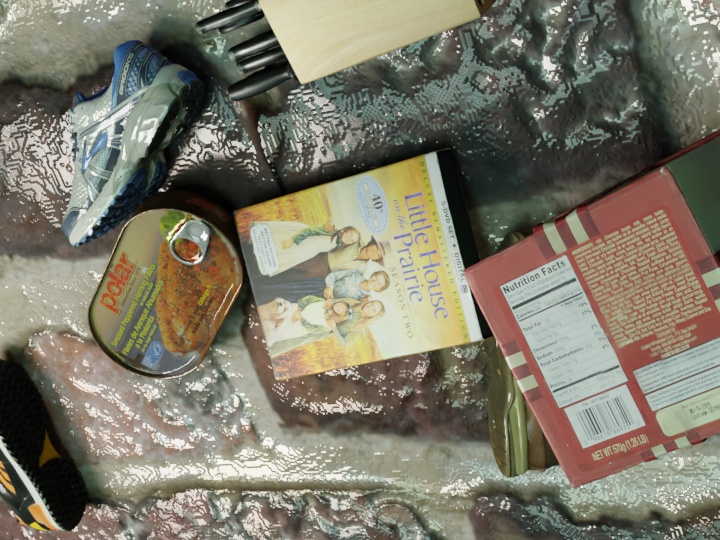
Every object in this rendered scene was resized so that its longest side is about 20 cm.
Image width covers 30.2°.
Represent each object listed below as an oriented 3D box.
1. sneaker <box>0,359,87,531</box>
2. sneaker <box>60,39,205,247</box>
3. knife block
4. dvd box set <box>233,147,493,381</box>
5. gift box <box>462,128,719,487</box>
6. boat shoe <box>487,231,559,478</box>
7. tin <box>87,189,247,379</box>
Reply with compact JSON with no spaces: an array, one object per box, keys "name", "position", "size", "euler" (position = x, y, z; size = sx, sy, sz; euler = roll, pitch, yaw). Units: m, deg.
[{"name":"sneaker","position":[-0.356,0.182,1.342],"size":[0.089,0.070,0.201],"euler":[-10,116,28]},{"name":"sneaker","position":[-0.201,-0.105,1.092],"size":[0.085,0.077,0.200],"euler":[43,122,9]},{"name":"knife block","position":[-0.015,-0.171,0.951],"size":[0.199,0.064,0.177],"euler":[27,129,10]},{"name":"dvd box set","position":[0.000,0.000,1.041],"size":[0.199,0.029,0.148],"euler":[-13,92,33]},{"name":"gift box","position":[0.200,0.033,0.884],"size":[0.184,0.186,0.202],"euler":[-22,92,34]},{"name":"boat shoe","position":[0.136,0.063,1.024],"size":[0.067,0.072,0.202],"euler":[-6,113,-8]},{"name":"tin","position":[-0.166,0.014,1.148],"size":[0.111,0.042,0.201],"euler":[25,130,-9]}]
